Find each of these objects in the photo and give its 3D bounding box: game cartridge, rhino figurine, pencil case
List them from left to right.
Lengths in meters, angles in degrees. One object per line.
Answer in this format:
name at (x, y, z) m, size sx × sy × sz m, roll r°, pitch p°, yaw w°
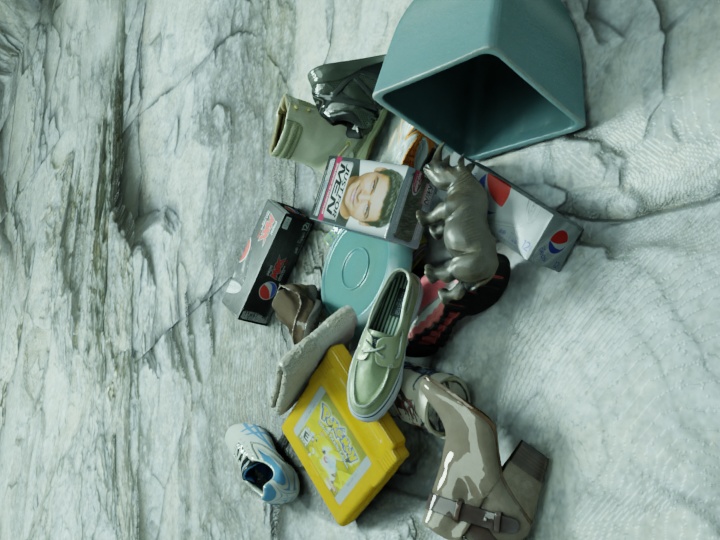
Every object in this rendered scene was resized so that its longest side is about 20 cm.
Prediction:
game cartridge at (-0.026, 0.228, 1.173) m, size 0.177 × 0.032 × 0.201 m, roll 54°, pitch 138°, yaw 25°
pencil case at (0.054, 0.164, 1.142) m, size 0.199 × 0.077 × 0.090 m, roll 9°, pitch 104°, yaw 49°
rhino figurine at (0.118, -0.066, 1.052) m, size 0.087 × 0.060 × 0.202 m, roll -18°, pitch 69°, yaw 28°

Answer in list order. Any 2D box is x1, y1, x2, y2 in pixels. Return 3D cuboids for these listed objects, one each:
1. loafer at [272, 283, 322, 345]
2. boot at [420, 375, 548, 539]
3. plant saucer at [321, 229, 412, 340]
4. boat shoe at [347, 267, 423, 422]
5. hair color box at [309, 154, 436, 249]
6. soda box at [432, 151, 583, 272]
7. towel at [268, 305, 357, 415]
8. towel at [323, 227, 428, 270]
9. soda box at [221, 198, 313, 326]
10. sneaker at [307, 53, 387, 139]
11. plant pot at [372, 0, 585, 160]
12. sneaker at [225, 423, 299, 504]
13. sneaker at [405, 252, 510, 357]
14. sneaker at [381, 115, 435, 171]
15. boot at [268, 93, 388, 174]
loafer at (-0.099, 0.067, 1.288) m, size 0.200 × 0.070 × 0.074 m, roll -122°, pitch 42°, yaw -77°
boot at (0.118, 0.238, 1.008) m, size 0.199 × 0.070 × 0.147 m, roll 34°, pitch 88°, yaw 21°
plant saucer at (0.000, 0.000, 1.245) m, size 0.200 × 0.027 × 0.202 m, roll -27°, pitch 55°, yaw 46°
boat shoe at (0.025, 0.090, 1.086) m, size 0.071 × 0.062 × 0.202 m, roll 12°, pitch 76°, yaw 23°
hair color box at (0.015, -0.099, 1.194) m, size 0.199 × 0.060 × 0.100 m, roll 18°, pitch 91°, yaw 54°
soda box at (0.181, -0.077, 1.083) m, size 0.200 × 0.068 × 0.064 m, roll 44°, pitch 110°, yaw 47°
towel at (-0.069, 0.132, 1.208) m, size 0.034 × 0.132 × 0.200 m, roll 44°, pitch 156°, yaw 13°
towel at (0.019, -0.043, 1.289) m, size 0.144 × 0.023 × 0.201 m, roll -54°, pitch 45°, yaw 23°
soda box at (-0.158, -0.013, 1.447) m, size 0.071 × 0.063 × 0.201 m, roll 38°, pitch 106°, yaw 47°
sneaker at (0.029, -0.257, 1.262) m, size 0.076 × 0.198 × 0.115 m, roll -174°, pitch 71°, yaw -80°
plant pot at (0.159, -0.287, 1.088) m, size 0.195 × 0.195 × 0.202 m, roll -12°, pitch 61°, yaw 46°
sneaker at (-0.168, 0.298, 1.354) m, size 0.200 × 0.072 × 0.072 m, roll 31°, pitch 103°, yaw 50°
sneaker at (0.109, 0.028, 1.127) m, size 0.200 × 0.073 × 0.087 m, roll -44°, pitch 48°, yaw 30°
sneaker at (0.082, -0.224, 1.240) m, size 0.092 × 0.075 × 0.201 m, roll 36°, pitch 104°, yaw 52°
boot at (-0.045, -0.246, 1.318) m, size 0.201 × 0.154 × 0.072 m, roll -68°, pitch 23°, yaw 8°
